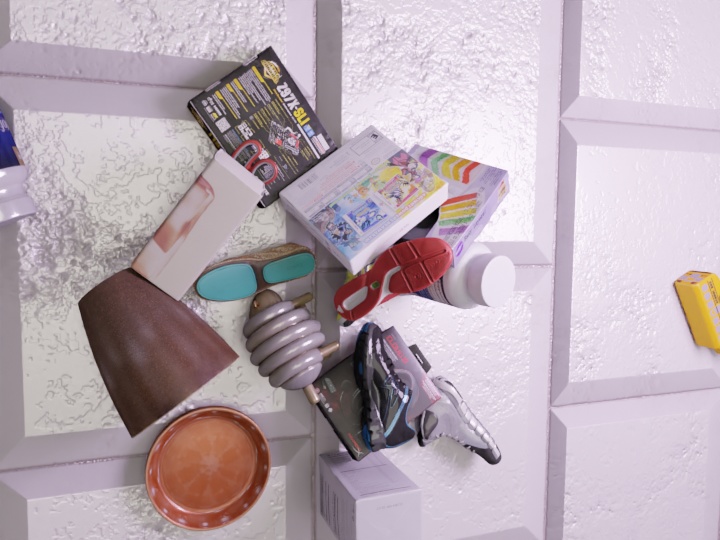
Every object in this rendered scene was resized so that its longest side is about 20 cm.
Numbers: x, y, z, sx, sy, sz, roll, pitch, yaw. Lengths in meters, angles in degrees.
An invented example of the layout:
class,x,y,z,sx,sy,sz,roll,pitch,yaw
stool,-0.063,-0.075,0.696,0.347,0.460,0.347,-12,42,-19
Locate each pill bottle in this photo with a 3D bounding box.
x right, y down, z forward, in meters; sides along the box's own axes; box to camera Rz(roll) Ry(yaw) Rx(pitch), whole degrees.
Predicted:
class,x,y,z,sx,sy,sz,roll,pitch,yaw
pill bottle,0.152,0.001,1.030,0.110,0.199,0.112,-9,104,-37
pill bottle,-0.518,-0.155,0.822,0.115,0.116,0.202,-23,103,-17

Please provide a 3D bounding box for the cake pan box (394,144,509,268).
class,x,y,z,sx,sy,sz,roll,pitch,yaw
cake pan box,0.117,-0.109,1.011,0.200,0.183,0.053,-50,145,-26

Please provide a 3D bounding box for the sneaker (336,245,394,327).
class,x,y,z,sx,sy,sz,roll,pitch,yaw
sneaker,0.000,0.000,1.061,0.076,0.075,0.201,26,79,-5

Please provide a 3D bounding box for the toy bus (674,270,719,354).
class,x,y,z,sx,sy,sz,roll,pitch,yaw
toy bus,0.760,0.098,1.348,0.078,0.065,0.201,-30,104,-15

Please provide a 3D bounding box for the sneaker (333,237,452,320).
class,x,y,z,sx,sy,sz,roll,pitch,yaw
sneaker,0.056,0.001,0.962,0.199,0.115,0.079,-25,93,19

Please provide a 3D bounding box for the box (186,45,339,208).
class,x,y,z,sx,sy,sz,roll,pitch,yaw
box,-0.152,-0.225,0.989,0.159,0.049,0.201,-40,107,-16

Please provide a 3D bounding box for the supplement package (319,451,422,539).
class,x,y,z,sx,sy,sz,roll,pitch,yaw
supplement package,0.011,0.380,1.019,0.113,0.200,0.111,-2,95,-19

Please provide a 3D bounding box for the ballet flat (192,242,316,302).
class,x,y,z,sx,sy,sz,roll,pitch,yaw
ballet flat,-0.170,0.001,0.993,0.198,0.065,0.071,-12,114,-19

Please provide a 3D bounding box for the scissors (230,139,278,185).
class,x,y,z,sx,sy,sz,roll,pitch,yaw
scissors,-0.206,-0.109,0.963,0.073,0.014,0.200,38,101,-16

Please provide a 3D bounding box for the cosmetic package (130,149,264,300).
class,x,y,z,sx,sy,sz,roll,pitch,yaw
cosmetic package,-0.236,-0.069,0.912,0.087,0.103,0.200,39,98,-16

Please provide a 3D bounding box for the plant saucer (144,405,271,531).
class,x,y,z,sx,sy,sz,roll,pitch,yaw
plant saucer,-0.246,0.318,1.008,0.198,0.032,0.202,-2,96,-21

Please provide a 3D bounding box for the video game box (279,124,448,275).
class,x,y,z,sx,sy,sz,roll,pitch,yaw
video game box,0.005,-0.117,0.971,0.200,0.182,0.047,-38,149,-14

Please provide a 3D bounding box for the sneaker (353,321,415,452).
class,x,y,z,sx,sy,sz,roll,pitch,yaw
sneaker,0.037,0.181,0.991,0.081,0.073,0.202,-5,88,-13

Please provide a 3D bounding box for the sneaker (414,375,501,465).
class,x,y,z,sx,sy,sz,roll,pitch,yaw
sneaker,0.164,0.302,1.146,0.115,0.075,0.201,-38,96,-9

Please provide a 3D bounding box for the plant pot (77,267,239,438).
class,x,y,z,sx,sy,sz,roll,pitch,yaw
plant pot,-0.310,0.103,0.904,0.186,0.187,0.201,-36,91,-14

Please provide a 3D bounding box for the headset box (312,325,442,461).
class,x,y,z,sx,sy,sz,roll,pitch,yaw
headset box,0.029,0.201,1.056,0.199,0.075,0.149,-33,84,-15

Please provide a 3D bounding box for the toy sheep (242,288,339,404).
class,x,y,z,sx,sy,sz,roll,pitch,yaw
toy sheep,-0.114,0.119,0.988,0.137,0.138,0.201,-28,75,-16
